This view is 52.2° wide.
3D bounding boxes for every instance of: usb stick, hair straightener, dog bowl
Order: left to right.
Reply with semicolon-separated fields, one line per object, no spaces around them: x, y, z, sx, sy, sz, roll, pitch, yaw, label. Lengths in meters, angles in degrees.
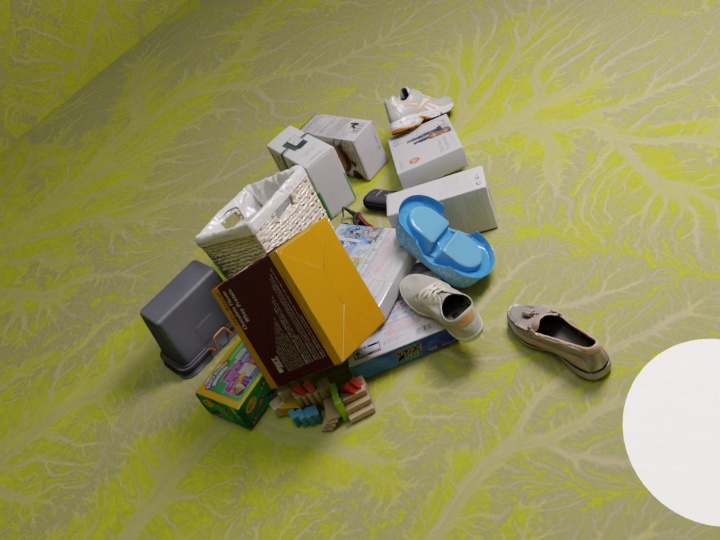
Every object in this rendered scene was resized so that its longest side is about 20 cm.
-0.011;-0.079;1.524;0.076;0.041;0.201;-31;39;-4;hair straightener
0.090;-0.142;1.541;0.197;0.033;0.056;12;52;40;usb stick
0.145;-0.048;1.310;0.198;0.050;0.112;38;50;8;dog bowl

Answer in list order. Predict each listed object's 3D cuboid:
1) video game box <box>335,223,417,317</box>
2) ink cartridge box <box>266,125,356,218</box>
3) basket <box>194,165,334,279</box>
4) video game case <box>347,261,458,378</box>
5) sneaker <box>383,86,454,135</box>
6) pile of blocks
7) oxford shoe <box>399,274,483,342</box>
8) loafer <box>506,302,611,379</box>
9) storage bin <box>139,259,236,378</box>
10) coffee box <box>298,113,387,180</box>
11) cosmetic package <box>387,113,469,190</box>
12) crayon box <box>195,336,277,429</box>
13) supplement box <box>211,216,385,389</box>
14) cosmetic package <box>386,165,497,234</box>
0.000;0.000;1.343;0.178;0.048;0.202;8;47;28;video game box
-0.113;-0.225;1.665;0.083;0.148;0.199;-38;38;-13;ink cartridge box
-0.186;-0.076;1.482;0.197;0.162;0.199;-11;32;45;basket
0.063;0.082;1.298;0.195;0.046;0.183;-22;40;7;video game case
0.136;-0.386;1.695;0.197;0.094;0.075;-27;8;-36;sneaker
-0.073;0.215;1.219;0.195;0.063;0.083;-11;41;21;pile of blocks
0.130;0.047;1.217;0.075;0.058;0.199;-38;38;-10;oxford shoe
0.300;0.091;1.131;0.071;0.064;0.199;-38;39;-15;loafer
-0.329;0.088;1.455;0.144;0.136;0.200;20;59;43;storage bin
-0.045;-0.291;1.723;0.197;0.114;0.080;18;55;43;coffee box
0.144;-0.259;1.605;0.148;0.052;0.202;-24;30;9;cosmetic package
-0.193;0.176;1.336;0.117;0.059;0.202;10;52;38;crayon box
-0.104;0.057;1.212;0.198;0.200;0.132;-26;8;44;supplement box
0.156;-0.115;1.417;0.195;0.103;0.072;-15;39;14;cosmetic package
